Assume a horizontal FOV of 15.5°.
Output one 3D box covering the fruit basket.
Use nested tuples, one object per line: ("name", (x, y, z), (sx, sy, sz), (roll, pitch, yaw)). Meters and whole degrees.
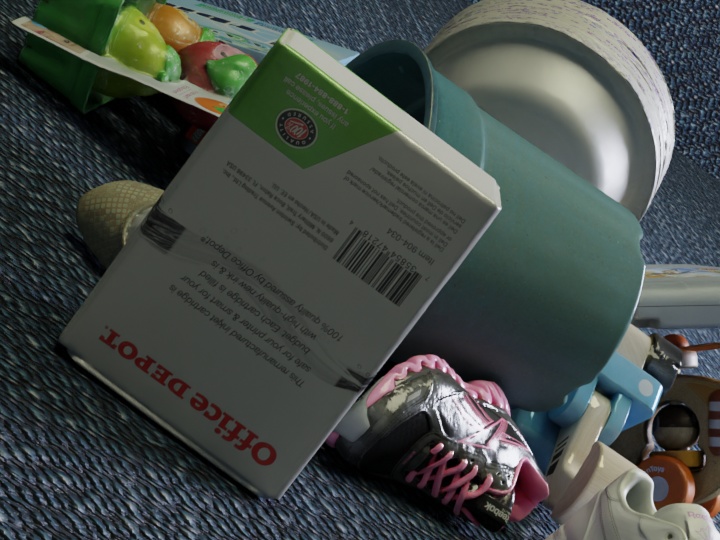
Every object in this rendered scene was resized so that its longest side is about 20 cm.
("fruit basket", (-0.126, -0.149, 1.842), (0.199, 0.094, 0.185), (18, 14, 8))

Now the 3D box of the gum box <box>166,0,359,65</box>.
("gum box", (-0.102, -0.168, 2.041), (0.169, 0.045, 0.200), (18, 12, 7))

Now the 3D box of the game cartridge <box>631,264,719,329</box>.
("game cartridge", (0.225, 0.018, 1.925), (0.133, 0.042, 0.200), (-5, 5, -16))

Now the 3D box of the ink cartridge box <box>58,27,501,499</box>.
("ink cartridge box", (-0.042, -0.004, 1.397), (0.145, 0.200, 0.084), (37, 10, -5))

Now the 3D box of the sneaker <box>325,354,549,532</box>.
("sneaker", (0.054, 0.111, 1.573), (0.096, 0.079, 0.200), (56, 20, 23))

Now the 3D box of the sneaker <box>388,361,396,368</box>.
("sneaker", (0.000, 0.000, 1.781), (0.200, 0.076, 0.115), (34, 11, -29))

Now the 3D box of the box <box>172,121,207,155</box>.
("box", (-0.067, -0.087, 1.996), (0.110, 0.035, 0.200), (38, 13, 3))

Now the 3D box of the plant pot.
("plant pot", (0.061, -0.013, 1.677), (0.196, 0.200, 0.200), (27, 16, -26))

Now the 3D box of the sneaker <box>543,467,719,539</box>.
("sneaker", (0.179, 0.193, 1.540), (0.075, 0.100, 0.200), (29, 17, -43))

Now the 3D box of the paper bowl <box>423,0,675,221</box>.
("paper bowl", (0.121, -0.093, 1.919), (0.200, 0.201, 0.104), (37, 35, -3))

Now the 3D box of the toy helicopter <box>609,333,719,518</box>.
("toy helicopter", (0.264, 0.088, 1.908), (0.079, 0.200, 0.133), (14, 46, -60))

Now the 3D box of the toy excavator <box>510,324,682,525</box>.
("toy excavator", (0.143, 0.108, 1.765), (0.100, 0.200, 0.194), (33, -31, -16))

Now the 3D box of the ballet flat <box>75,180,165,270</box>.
("ballet flat", (-0.080, 0.008, 1.526), (0.200, 0.067, 0.062), (40, -23, 7))
